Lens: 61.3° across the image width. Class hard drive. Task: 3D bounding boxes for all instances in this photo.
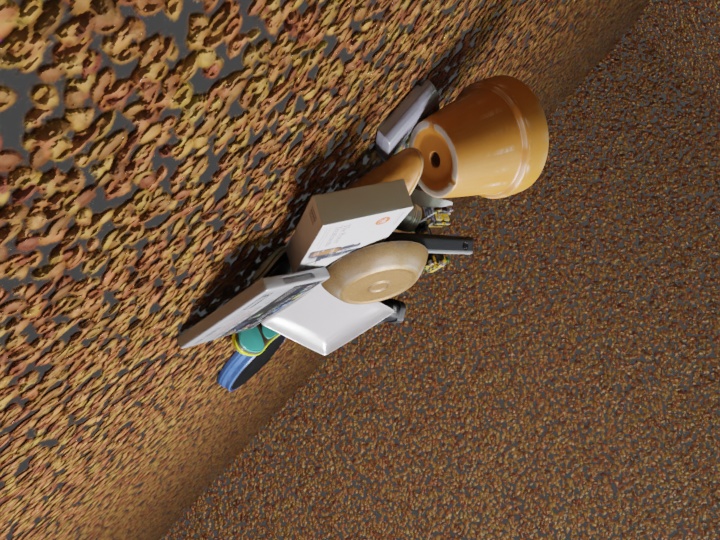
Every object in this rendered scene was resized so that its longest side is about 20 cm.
[{"bbox_3d":[0.090,-0.052,1.110,0.195,0.034,0.138,1,-175,-33],"label":"hard drive"}]

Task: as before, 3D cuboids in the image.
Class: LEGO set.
[{"bbox_3d":[0.123,-0.074,1.260,0.195,0.159,0.115,8,155,-37],"label":"LEGO set"}]

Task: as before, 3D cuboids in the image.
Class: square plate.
[{"bbox_3d":[-0.063,0.084,1.196,0.196,0.029,0.198,-34,138,23],"label":"square plate"}]

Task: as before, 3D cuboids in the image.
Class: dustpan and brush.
[{"bbox_3d":[0.081,-0.170,1.155,0.196,0.140,0.058,-16,141,-37],"label":"dustpan and brush"}]

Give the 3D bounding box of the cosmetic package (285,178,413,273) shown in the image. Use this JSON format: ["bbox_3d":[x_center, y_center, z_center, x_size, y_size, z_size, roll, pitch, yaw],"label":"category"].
[{"bbox_3d":[-0.023,-0.063,0.935,0.147,0.053,0.200,-16,166,-23],"label":"cosmetic package"}]

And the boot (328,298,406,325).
[{"bbox_3d":[-0.023,0.069,1.309,0.163,0.195,0.068,-12,-111,56],"label":"boot"}]

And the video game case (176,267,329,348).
[{"bbox_3d":[-0.166,0.056,0.961,0.197,0.024,0.180,-33,170,26],"label":"video game case"}]

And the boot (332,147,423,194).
[{"bbox_3d":[0.005,-0.124,0.993,0.201,0.072,0.142,-43,162,33],"label":"boot"}]

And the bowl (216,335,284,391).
[{"bbox_3d":[-0.249,0.201,1.418,0.201,0.039,0.201,-46,172,-8],"label":"bowl"}]

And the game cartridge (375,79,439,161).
[{"bbox_3d":[0.083,-0.244,1.058,0.133,0.041,0.200,-44,172,6],"label":"game cartridge"}]

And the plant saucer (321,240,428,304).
[{"bbox_3d":[0.028,0.014,1.046,0.193,0.036,0.201,-14,158,-6],"label":"plant saucer"}]

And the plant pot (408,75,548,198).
[{"bbox_3d":[0.185,-0.210,1.032,0.179,0.204,0.201,-21,160,-30],"label":"plant pot"}]

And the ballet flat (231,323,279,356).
[{"bbox_3d":[-0.216,0.135,1.218,0.066,0.068,0.200,-26,-179,19],"label":"ballet flat"}]

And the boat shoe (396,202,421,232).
[{"bbox_3d":[0.033,-0.118,1.131,0.199,0.070,0.072,15,-98,56],"label":"boat shoe"}]

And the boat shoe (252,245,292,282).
[{"bbox_3d":[-0.126,0.005,1.051,0.075,0.062,0.200,-45,171,8],"label":"boat shoe"}]
